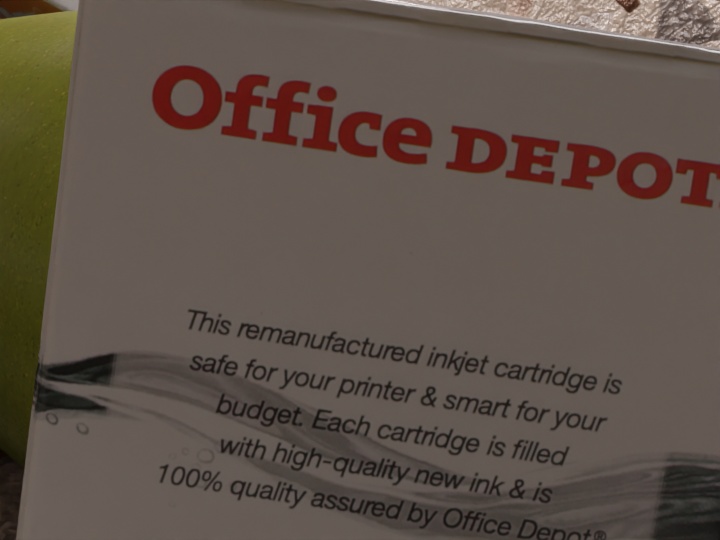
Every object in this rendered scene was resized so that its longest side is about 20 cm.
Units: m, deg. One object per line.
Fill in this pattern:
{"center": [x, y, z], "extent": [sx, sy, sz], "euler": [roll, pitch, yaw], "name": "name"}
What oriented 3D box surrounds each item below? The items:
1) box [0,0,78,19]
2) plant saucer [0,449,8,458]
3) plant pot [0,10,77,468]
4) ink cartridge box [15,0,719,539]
{"center": [-0.112, -0.121, 0.775], "extent": [0.200, 0.098, 0.125], "euler": [30, -21, 28], "name": "box"}
{"center": [-0.197, 0.035, 0.730], "extent": [0.199, 0.038, 0.200], "euler": [8, 10, -1], "name": "plant saucer"}
{"center": [-0.078, -0.008, 0.624], "extent": [0.199, 0.188, 0.187], "euler": [18, 13, 30], "name": "plant pot"}
{"center": [0.005, 0.042, 0.415], "extent": [0.146, 0.201, 0.083], "euler": [9, 10, 0], "name": "ink cartridge box"}
